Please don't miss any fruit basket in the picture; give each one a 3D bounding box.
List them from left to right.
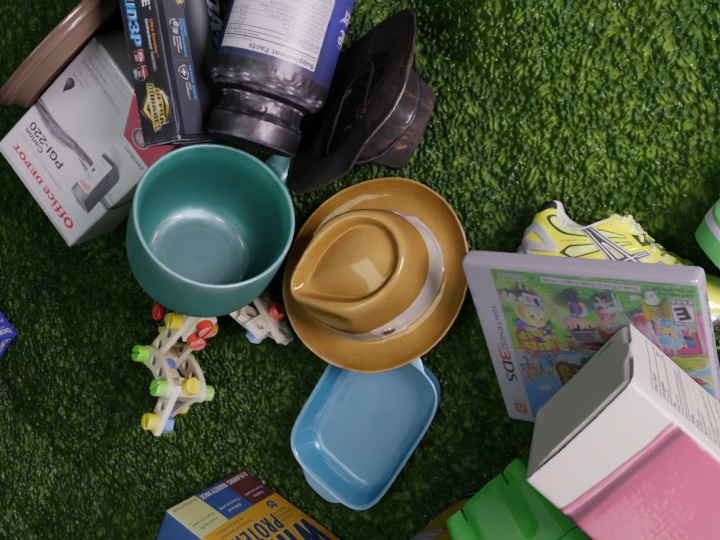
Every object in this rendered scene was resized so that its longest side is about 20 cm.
[{"bbox_3d":[0.186,0.259,0.773,0.216,0.215,0.156,48,117,14],"label":"fruit basket"}]

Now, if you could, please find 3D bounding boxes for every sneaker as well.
[{"bbox_3d":[0.226,-0.005,0.780,0.199,0.075,0.077,16,101,22],"label":"sneaker"}]

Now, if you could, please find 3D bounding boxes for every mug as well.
[{"bbox_3d":[-0.137,-0.033,0.925,0.114,0.184,0.152,129,130,-60],"label":"mug"}]

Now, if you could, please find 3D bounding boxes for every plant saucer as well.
[{"bbox_3d":[-0.302,-0.240,0.984,0.200,0.200,0.029,-36,109,29],"label":"plant saucer"}]

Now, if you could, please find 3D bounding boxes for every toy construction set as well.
[{"bbox_3d":[-0.168,0.075,1.005,0.200,0.092,0.131,-36,52,19],"label":"toy construction set"}]

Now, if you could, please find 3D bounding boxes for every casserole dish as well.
[{"bbox_3d":[0.008,0.149,0.951,0.121,0.039,0.200,38,114,19],"label":"casserole dish"}]

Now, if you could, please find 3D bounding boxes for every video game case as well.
[{"bbox_3d":[0.194,0.068,0.779,0.200,0.022,0.182,5,129,37],"label":"video game case"}]

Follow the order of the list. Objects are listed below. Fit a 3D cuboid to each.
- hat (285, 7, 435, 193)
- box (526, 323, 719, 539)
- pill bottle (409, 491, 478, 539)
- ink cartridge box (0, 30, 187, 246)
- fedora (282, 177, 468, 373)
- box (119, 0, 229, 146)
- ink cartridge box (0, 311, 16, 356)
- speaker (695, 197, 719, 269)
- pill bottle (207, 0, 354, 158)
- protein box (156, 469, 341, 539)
[{"bbox_3d":[0.016,-0.140,0.864,0.081,0.201,0.201,26,119,-25],"label":"hat"},{"bbox_3d":[0.232,0.157,0.682,0.200,0.128,0.109,41,110,2],"label":"box"},{"bbox_3d":[0.082,0.283,0.836,0.112,0.200,0.113,7,103,30],"label":"pill bottle"},{"bbox_3d":[-0.281,-0.143,1.029,0.200,0.085,0.146,-36,90,31],"label":"ink cartridge box"},{"bbox_3d":[0.000,0.000,0.881,0.200,0.082,0.201,-4,81,26],"label":"fedora"},{"bbox_3d":[-0.158,-0.223,0.911,0.046,0.159,0.201,-6,95,29],"label":"box"},{"bbox_3d":[-0.540,0.139,1.229,0.044,0.094,0.200,49,118,13],"label":"ink cartridge box"},{"bbox_3d":[0.347,-0.072,0.693,0.088,0.088,0.200,48,118,14],"label":"speaker"},{"bbox_3d":[-0.073,-0.212,0.866,0.112,0.112,0.201,17,91,26],"label":"pill bottle"},{"bbox_3d":[-0.120,0.364,1.005,0.200,0.135,0.199,30,112,22],"label":"protein box"}]
